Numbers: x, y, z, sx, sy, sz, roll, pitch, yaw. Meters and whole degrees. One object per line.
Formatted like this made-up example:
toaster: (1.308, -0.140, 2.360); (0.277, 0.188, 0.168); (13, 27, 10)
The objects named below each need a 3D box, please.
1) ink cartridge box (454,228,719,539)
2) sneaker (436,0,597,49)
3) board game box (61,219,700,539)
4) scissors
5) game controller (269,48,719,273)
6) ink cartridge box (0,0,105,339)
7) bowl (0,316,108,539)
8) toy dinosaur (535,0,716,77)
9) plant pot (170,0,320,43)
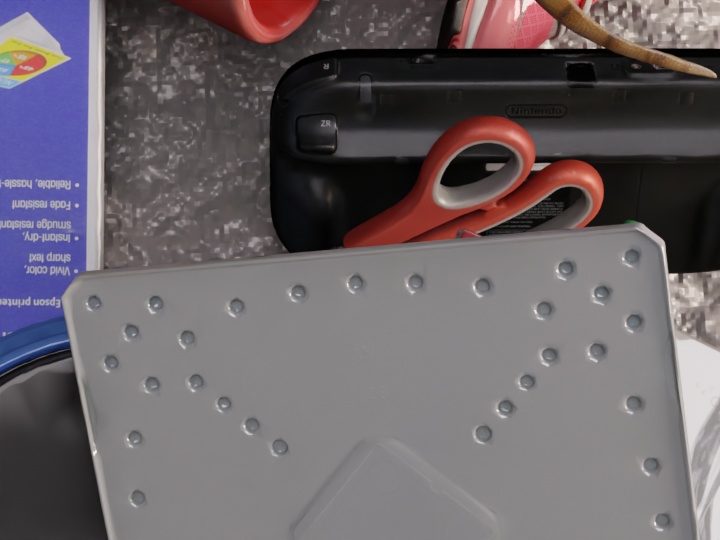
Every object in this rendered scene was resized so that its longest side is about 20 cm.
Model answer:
ink cartridge box: (0.106, 0.074, 0.870); (0.200, 0.147, 0.083); (25, 80, 4)
sneaker: (0.095, -0.138, 0.947); (0.087, 0.074, 0.200); (25, 80, 0)
board game box: (0.014, 0.085, 0.795); (0.200, 0.026, 0.200); (-5, 107, 14)
scissors: (0.000, 0.000, 0.919); (0.200, 0.073, 0.014); (-30, 44, 26)
game controller: (0.064, -0.040, 0.919); (0.200, 0.104, 0.042); (0, 49, -2)
ink cartridge box: (-0.198, -0.020, 0.926); (0.197, 0.047, 0.200); (1, 91, -3)
bowl: (-0.090, 0.115, 0.891); (0.200, 0.039, 0.201); (0, 90, -8)
toy dinosaur: (0.042, -0.146, 0.869); (0.060, 0.106, 0.200); (-26, 98, -42)
plant pot: (-0.086, -0.206, 0.902); (0.177, 0.200, 0.201); (18, 79, 11)
